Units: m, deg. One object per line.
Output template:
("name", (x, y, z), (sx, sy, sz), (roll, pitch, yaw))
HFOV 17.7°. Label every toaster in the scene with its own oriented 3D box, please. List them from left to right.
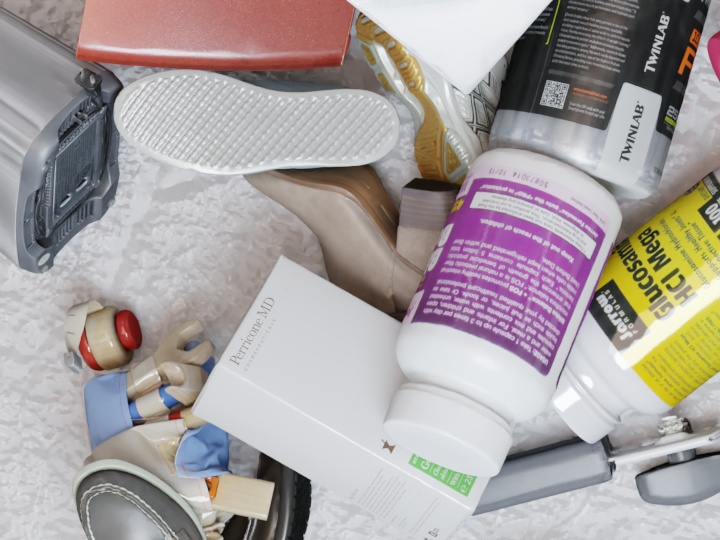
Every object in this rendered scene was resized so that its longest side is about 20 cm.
("toaster", (-0.247, -0.100, 1.644), (0.129, 0.200, 0.114), (33, 59, 13))

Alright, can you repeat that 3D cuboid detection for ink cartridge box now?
("ink cartridge box", (0.050, -0.242, 1.497), (0.200, 0.045, 0.176), (36, 107, -16))

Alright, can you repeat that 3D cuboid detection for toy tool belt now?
("toy tool belt", (-0.131, 0.103, 1.664), (0.123, 0.125, 0.200), (-19, 62, 11))

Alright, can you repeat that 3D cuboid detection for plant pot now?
("plant pot", (-0.081, -0.227, 1.603), (0.176, 0.200, 0.200), (12, 96, -1))

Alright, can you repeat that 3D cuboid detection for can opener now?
("can opener", (0.165, 0.145, 1.639), (0.200, 0.053, 0.067), (-11, 92, 12))

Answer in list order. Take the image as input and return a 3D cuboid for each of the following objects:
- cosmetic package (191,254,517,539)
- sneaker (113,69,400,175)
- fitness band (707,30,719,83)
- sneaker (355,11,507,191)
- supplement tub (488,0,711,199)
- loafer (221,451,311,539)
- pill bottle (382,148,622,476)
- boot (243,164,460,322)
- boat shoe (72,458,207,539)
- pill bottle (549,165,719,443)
("cosmetic package", (-0.001, 0.092, 1.592), (0.200, 0.085, 0.108), (29, 58, -2))
("sneaker", (-0.076, -0.101, 1.629), (0.200, 0.082, 0.074), (6, 91, -10))
("fitness band", (0.293, -0.076, 1.555), (0.037, 0.144, 0.200), (-30, 88, 8))
("sneaker", (0.077, -0.115, 1.631), (0.088, 0.076, 0.200), (-32, 108, -25))
("supplement tub", (0.169, -0.159, 1.578), (0.122, 0.123, 0.200), (16, 88, 10))
("loafer", (-0.087, 0.218, 1.681), (0.071, 0.073, 0.200), (15, 96, 9))
("pill bottle", (0.089, 0.030, 1.530), (0.112, 0.112, 0.200), (21, 72, 9))
("boot", (0.000, 0.000, 1.658), (0.200, 0.070, 0.147), (13, 113, 31))
("boat shoe", (-0.132, 0.216, 1.590), (0.072, 0.061, 0.201), (-27, 118, 12))
("pill bottle", (0.212, 0.026, 1.592), (0.200, 0.112, 0.113), (-39, 86, 10))
